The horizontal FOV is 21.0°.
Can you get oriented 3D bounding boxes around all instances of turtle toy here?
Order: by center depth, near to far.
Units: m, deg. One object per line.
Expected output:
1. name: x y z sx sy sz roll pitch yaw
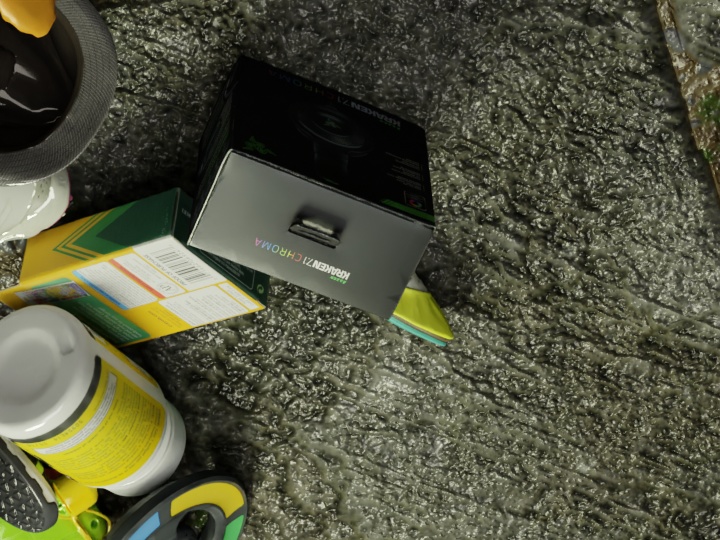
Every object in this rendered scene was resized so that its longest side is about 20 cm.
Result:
1. turtle toy: -0.303 0.228 1.750 0.146 0.101 0.200 -32 114 -10

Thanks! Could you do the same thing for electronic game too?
1. electronic game: -0.178 0.262 1.740 0.042 0.200 0.200 38 119 26

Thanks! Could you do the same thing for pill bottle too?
1. pill bottle: -0.234 0.117 1.643 0.114 0.114 0.200 -25 148 12

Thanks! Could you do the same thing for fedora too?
1. fedora: -0.286 -0.159 1.531 0.200 0.090 0.177 26 90 0

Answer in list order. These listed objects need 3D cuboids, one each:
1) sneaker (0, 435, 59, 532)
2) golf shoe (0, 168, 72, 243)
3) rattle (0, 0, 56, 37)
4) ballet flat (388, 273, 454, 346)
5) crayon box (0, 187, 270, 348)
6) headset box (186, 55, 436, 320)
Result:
1. sneaker: -0.312 0.131 1.680 0.200 0.083 0.072 52 133 5
2. golf shoe: -0.331 -0.040 1.600 0.200 0.075 0.091 -37 151 25
3. rattle: -0.331 -0.268 1.474 0.199 0.130 0.143 3 144 16
4. ballet flat: 0.000 0.000 1.658 0.200 0.067 0.067 23 95 -11
5. crayon box: -0.191 0.004 1.613 0.200 0.052 0.126 -16 143 31
6. headset box: -0.039 -0.065 1.541 0.174 0.200 0.093 21 116 -11
